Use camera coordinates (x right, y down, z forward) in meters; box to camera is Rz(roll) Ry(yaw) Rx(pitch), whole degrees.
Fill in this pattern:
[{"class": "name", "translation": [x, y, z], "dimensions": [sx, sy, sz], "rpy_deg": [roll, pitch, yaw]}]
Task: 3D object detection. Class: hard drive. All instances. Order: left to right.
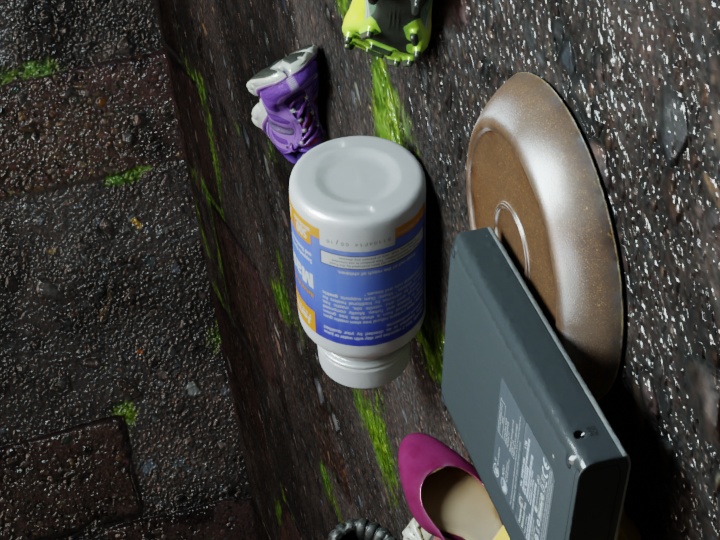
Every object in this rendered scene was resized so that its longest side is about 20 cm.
[{"class": "hard drive", "translation": [0.095, 0.090, 0.843], "dimensions": [0.201, 0.032, 0.141], "rpy_deg": [-115, 20, -47]}]

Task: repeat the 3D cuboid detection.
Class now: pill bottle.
[{"class": "pill bottle", "translation": [0.000, 0.000, 1.182], "dimensions": [0.113, 0.110, 0.202], "rpy_deg": [-115, 17, -45]}]

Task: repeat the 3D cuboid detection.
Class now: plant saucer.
[{"class": "plant saucer", "translation": [0.104, -0.017, 0.865], "dimensions": [0.200, 0.032, 0.203], "rpy_deg": [168, 90, -79]}]

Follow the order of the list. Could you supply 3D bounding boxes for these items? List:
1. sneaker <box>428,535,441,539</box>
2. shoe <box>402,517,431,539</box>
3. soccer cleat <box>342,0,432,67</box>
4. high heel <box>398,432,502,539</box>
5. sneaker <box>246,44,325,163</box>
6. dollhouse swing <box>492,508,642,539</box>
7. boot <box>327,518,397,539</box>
[{"class": "sneaker", "translation": [0.098, 0.280, 1.132], "dimensions": [0.099, 0.070, 0.202], "rpy_deg": [113, 156, -44]}, {"class": "shoe", "translation": [0.066, 0.270, 1.305], "dimensions": [0.202, 0.053, 0.070], "rpy_deg": [89, 163, -47]}, {"class": "soccer cleat", "translation": [0.028, -0.203, 0.998], "dimensions": [0.200, 0.064, 0.085], "rpy_deg": [113, 172, -78]}, {"class": "high heel", "translation": [0.084, 0.181, 1.083], "dimensions": [0.200, 0.067, 0.097], "rpy_deg": [50, 164, 36]}, {"class": "sneaker", "translation": [-0.062, -0.164, 1.453], "dimensions": [0.084, 0.080, 0.200], "rpy_deg": [58, 172, 10]}, {"class": "dollhouse swing", "translation": [0.156, 0.250, 0.898], "dimensions": [0.181, 0.176, 0.201], "rpy_deg": [33, -161, -37]}, {"class": "boot", "translation": [0.045, 0.318, 1.224], "dimensions": [0.211, 0.079, 0.158], "rpy_deg": [43, 162, 20]}]
